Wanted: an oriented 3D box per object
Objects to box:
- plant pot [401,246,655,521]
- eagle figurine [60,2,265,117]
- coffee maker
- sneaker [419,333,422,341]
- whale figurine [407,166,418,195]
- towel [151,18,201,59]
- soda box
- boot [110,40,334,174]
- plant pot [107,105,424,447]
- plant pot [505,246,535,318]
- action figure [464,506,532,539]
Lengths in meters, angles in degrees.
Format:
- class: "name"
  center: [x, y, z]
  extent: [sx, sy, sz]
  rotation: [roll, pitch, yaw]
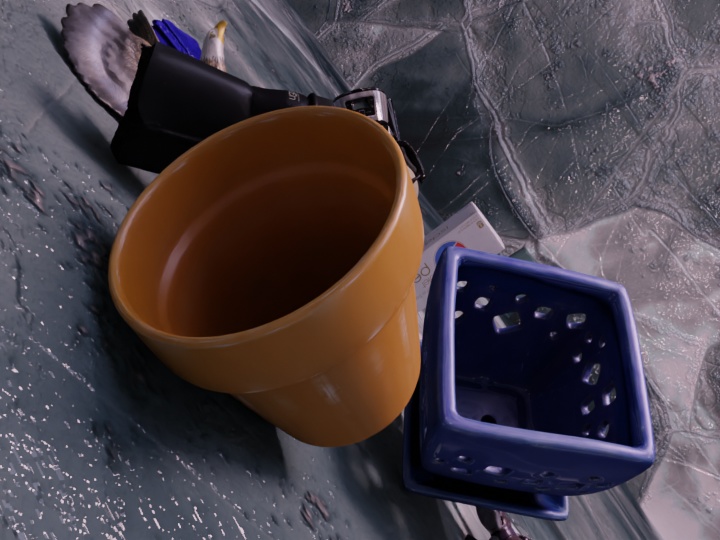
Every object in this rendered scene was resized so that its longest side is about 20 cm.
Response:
- class: "plant pot"
  center: [0.143, 0.122, 0.785]
  extent: [0.198, 0.181, 0.201]
  rotation: [12, 49, -8]
- class: "eagle figurine"
  center: [-0.171, -0.176, 0.784]
  extent: [0.152, 0.198, 0.152]
  rotation: [99, 8, -56]
- class: "coffee maker"
  center: [0.009, -0.178, 1.373]
  extent: [0.192, 0.133, 0.202]
  rotation: [135, -53, -61]
- class: "sneaker"
  center: [0.027, 0.072, 0.943]
  extent: [0.115, 0.075, 0.201]
  rotation: [41, 13, -43]
- class: "whale figurine"
  center: [0.014, -0.169, 1.490]
  extent: [0.200, 0.158, 0.104]
  rotation: [49, 50, -18]
- class: "towel"
  center: [-0.177, -0.207, 0.981]
  extent: [0.201, 0.049, 0.148]
  rotation: [55, 12, 5]
- class: "soda box"
  center: [0.098, -0.005, 1.125]
  extent: [0.068, 0.199, 0.064]
  rotation: [50, 12, -13]
- class: "boot"
  center: [-0.128, -0.082, 0.694]
  extent: [0.166, 0.201, 0.077]
  rotation: [13, 33, -15]
- class: "plant pot"
  center: [-0.039, 0.023, 0.562]
  extent: [0.201, 0.199, 0.184]
  rotation: [-115, 179, -46]
- class: "plant pot"
  center: [0.547, 0.032, 2.880]
  extent: [0.201, 0.195, 0.201]
  rotation: [51, 12, -16]
- class: "action figure"
  center: [0.142, 0.268, 0.856]
  extent: [0.201, 0.069, 0.130]
  rotation: [64, 8, 28]
